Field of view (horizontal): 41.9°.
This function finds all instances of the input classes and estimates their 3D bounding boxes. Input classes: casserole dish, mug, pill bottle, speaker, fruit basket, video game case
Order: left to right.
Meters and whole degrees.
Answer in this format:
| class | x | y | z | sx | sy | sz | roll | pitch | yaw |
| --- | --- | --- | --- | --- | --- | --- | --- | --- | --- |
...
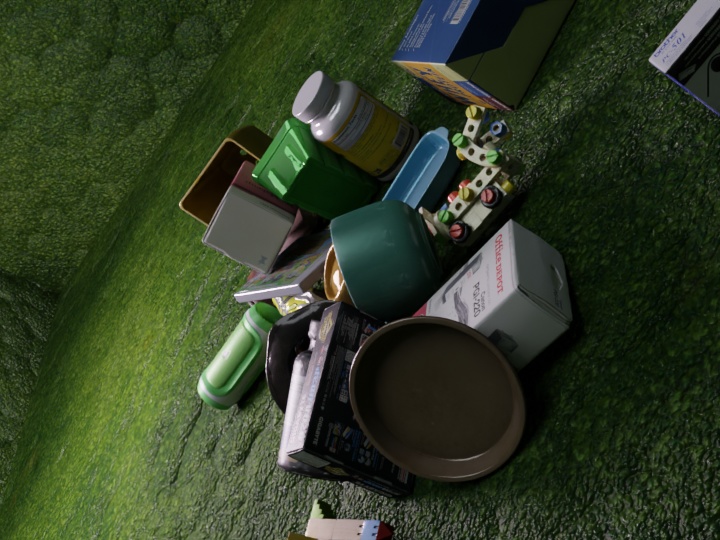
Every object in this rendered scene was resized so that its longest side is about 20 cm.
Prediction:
| class | x | y | z | sx | sy | sz | roll | pitch | yaw |
| --- | --- | --- | --- | --- | --- | --- | --- | --- | --- |
| speaker | -0.212 | 0.156 | 1.694 | 0.200 | 0.088 | 0.089 | -53 | 26 | 19 |
| video game case | -0.100 | -0.013 | 1.596 | 0.200 | 0.022 | 0.182 | -10 | 27 | 51 |
| fruit basket | -0.080 | -0.195 | 1.653 | 0.156 | 0.215 | 0.216 | -54 | 25 | 19 |
| pill bottle | -0.040 | 0.171 | 1.250 | 0.112 | 0.112 | 0.201 | 3 | 82 | 64 |
| pill bottle | -0.009 | -0.242 | 1.563 | 0.112 | 0.200 | 0.113 | -42 | 30 | 32 |
| mug | 0.046 | -0.008 | 1.250 | 0.114 | 0.185 | 0.152 | -21 | 57 | 9 |
| casserole dish | 0.090 | -0.126 | 1.448 | 0.200 | 0.039 | 0.121 | -59 | 25 | 10 |

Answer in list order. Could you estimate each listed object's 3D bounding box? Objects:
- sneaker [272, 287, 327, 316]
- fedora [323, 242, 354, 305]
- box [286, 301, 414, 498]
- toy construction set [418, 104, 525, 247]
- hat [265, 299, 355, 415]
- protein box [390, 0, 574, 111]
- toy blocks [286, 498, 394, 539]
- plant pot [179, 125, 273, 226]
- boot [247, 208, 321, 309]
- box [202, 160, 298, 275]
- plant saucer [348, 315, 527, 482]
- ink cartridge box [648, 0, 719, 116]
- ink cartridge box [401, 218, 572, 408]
| class | x | y | z | sx | sy | sz | roll | pitch | yaw |
| --- | --- | --- | --- | --- | --- | --- | --- | --- | --- |
| sneaker | -0.111 | 0.065 | 1.602 | 0.200 | 0.075 | 0.077 | -1 | 69 | 67 |
| fedora | 0.000 | 0.000 | 1.390 | 0.200 | 0.082 | 0.201 | -30 | 55 | 56 |
| box | 0.007 | 0.159 | 1.166 | 0.046 | 0.159 | 0.200 | -29 | 40 | 51 |
| toy construction set | 0.142 | -0.108 | 1.257 | 0.131 | 0.092 | 0.200 | 55 | 129 | 32 |
| hat | -0.036 | 0.133 | 1.359 | 0.201 | 0.201 | 0.081 | -54 | -19 | 18 |
| protein box | 0.179 | -0.361 | 1.399 | 0.199 | 0.135 | 0.200 | -62 | 24 | 2 |
| toy blocks | -0.018 | 0.372 | 1.095 | 0.137 | 0.100 | 0.200 | -13 | 52 | 45 |
| plant pot | -0.230 | -0.189 | 1.976 | 0.200 | 0.200 | 0.177 | -48 | 17 | 28 |
| boot | -0.138 | -0.023 | 1.773 | 0.200 | 0.064 | 0.187 | -51 | 28 | 14 |
| box | -0.185 | -0.098 | 1.662 | 0.109 | 0.128 | 0.200 | -60 | 9 | 20 |
| plant saucer | 0.084 | 0.138 | 1.025 | 0.200 | 0.200 | 0.029 | -47 | -1 | 29 |
| ink cartridge box | 0.390 | -0.259 | 0.927 | 0.200 | 0.094 | 0.044 | -52 | 26 | 20 |
| ink cartridge box | 0.140 | 0.061 | 1.077 | 0.200 | 0.085 | 0.146 | -45 | 20 | 29 |
